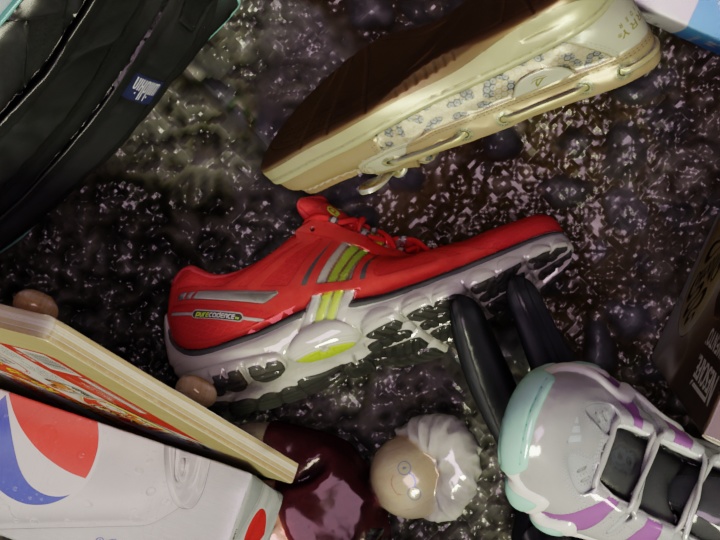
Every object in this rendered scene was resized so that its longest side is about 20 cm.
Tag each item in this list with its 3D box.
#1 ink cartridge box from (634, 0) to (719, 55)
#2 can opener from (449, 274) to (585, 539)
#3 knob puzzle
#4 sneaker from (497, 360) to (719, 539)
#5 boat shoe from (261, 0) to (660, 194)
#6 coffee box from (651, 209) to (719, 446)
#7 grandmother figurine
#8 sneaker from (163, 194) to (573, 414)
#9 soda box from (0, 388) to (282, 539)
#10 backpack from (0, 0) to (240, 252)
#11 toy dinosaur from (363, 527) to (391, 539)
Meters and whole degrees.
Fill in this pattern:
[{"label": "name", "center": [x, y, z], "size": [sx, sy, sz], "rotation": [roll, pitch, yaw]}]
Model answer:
[{"label": "ink cartridge box", "center": [0.114, -0.187, 0.913], "size": [0.198, 0.067, 0.117], "rotation": [24, 97, 0]}, {"label": "can opener", "center": [0.090, 0.088, 0.920], "size": [0.063, 0.079, 0.202], "rotation": [-18, 117, -3]}, {"label": "knob puzzle", "center": [-0.146, 0.035, 0.902], "size": [0.218, 0.220, 0.031], "rotation": [21, 77, 0]}, {"label": "sneaker", "center": [0.158, 0.100, 0.859], "size": [0.139, 0.199, 0.078], "rotation": [8, 74, 42]}, {"label": "boat shoe", "center": [0.040, -0.076, 0.907], "size": [0.199, 0.074, 0.063], "rotation": [-24, 120, 33]}, {"label": "coffee box", "center": [0.193, 0.020, 0.866], "size": [0.079, 0.200, 0.114], "rotation": [24, 98, 0]}, {"label": "grandmother figurine", "center": [-0.031, 0.127, 0.962], "size": [0.199, 0.061, 0.122], "rotation": [-25, 103, 8]}, {"label": "sneaker", "center": [0.000, 0.000, 0.936], "size": [0.198, 0.077, 0.086], "rotation": [-16, 70, 3]}, {"label": "soda box", "center": [-0.141, 0.099, 0.928], "size": [0.198, 0.068, 0.064], "rotation": [17, 80, 15]}, {"label": "backpack", "center": [-0.176, -0.098, 0.886], "size": [0.153, 0.176, 0.201], "rotation": [37, 98, 15]}, {"label": "toy dinosaur", "center": [0.019, 0.173, 0.915], "size": [0.198, 0.047, 0.089], "rotation": [17, 102, 11]}]
